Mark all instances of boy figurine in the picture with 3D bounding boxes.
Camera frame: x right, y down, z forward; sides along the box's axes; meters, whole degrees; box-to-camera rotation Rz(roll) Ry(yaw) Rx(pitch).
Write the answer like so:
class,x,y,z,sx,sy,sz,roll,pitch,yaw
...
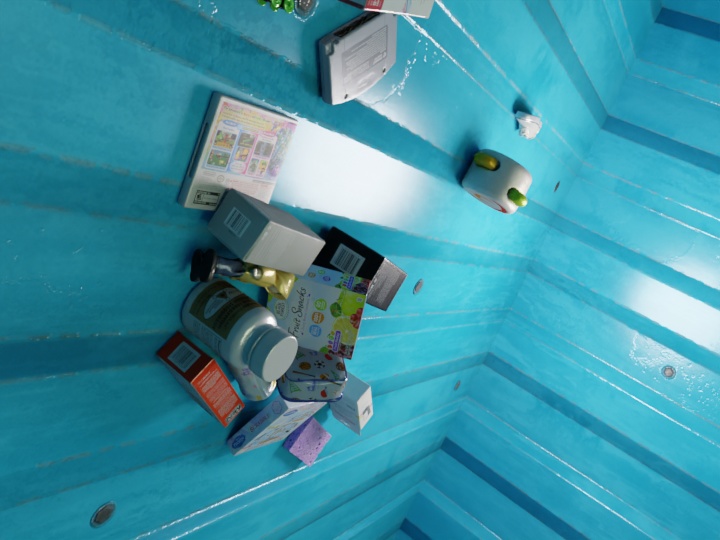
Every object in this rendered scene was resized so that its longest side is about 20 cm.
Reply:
class,x,y,z,sx,sy,sz,roll,pitch,yaw
boy figurine,-0.204,0.007,1.119,0.199,0.123,0.066,18,78,-47

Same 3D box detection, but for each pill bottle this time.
class,x,y,z,sx,sy,sz,roll,pitch,yaw
pill bottle,-0.212,0.106,1.116,0.114,0.198,0.115,-41,148,-33

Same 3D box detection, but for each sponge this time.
class,x,y,z,sx,sy,sz,roll,pitch,yaw
sponge,-0.149,0.486,1.798,0.112,0.030,0.201,-52,153,-16

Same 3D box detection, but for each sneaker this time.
class,x,y,z,sx,sy,sz,roll,pitch,yaw
sneaker,0.535,-0.459,2.011,0.199,0.072,0.072,0,114,-61

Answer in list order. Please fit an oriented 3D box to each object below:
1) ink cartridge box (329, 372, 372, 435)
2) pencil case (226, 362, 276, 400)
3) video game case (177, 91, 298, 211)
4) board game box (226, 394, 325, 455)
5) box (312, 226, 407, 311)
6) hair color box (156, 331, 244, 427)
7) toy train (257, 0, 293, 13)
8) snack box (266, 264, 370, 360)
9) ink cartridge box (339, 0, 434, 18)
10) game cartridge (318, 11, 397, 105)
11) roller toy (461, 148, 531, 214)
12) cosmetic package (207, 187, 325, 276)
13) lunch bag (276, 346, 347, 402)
class,x,y,z,sx,sy,sz,roll,pitch,yaw
ink cartridge box,-0.029,0.376,1.802,0.067,0.116,0.202,-45,150,-30
pencil case,-0.228,0.187,1.292,0.083,0.090,0.201,-45,151,-27
video game case,-0.198,-0.185,1.048,0.199,0.024,0.184,-1,117,-59
board game box,-0.188,0.353,1.500,0.199,0.041,0.199,-42,160,20
box,0.000,0.000,1.426,0.108,0.147,0.200,-59,158,1
hair color box,-0.296,0.208,1.182,0.061,0.101,0.201,-47,152,-23
toy train,-0.156,-0.412,0.878,0.199,0.041,0.057,-6,112,-59
snack box,-0.093,0.079,1.299,0.068,0.197,0.171,-70,174,-59
ink cartridge box,0.027,-0.496,0.995,0.199,0.144,0.147,-22,135,-50
game cartridge,-0.003,-0.396,1.168,0.200,0.040,0.135,-42,145,-32
roller toy,0.400,-0.267,1.847,0.141,0.198,0.182,-60,-177,2
cosmetic package,-0.159,-0.062,1.101,0.091,0.106,0.200,-54,154,5
lunch bag,-0.118,0.199,1.372,0.157,0.201,0.077,2,122,-18
